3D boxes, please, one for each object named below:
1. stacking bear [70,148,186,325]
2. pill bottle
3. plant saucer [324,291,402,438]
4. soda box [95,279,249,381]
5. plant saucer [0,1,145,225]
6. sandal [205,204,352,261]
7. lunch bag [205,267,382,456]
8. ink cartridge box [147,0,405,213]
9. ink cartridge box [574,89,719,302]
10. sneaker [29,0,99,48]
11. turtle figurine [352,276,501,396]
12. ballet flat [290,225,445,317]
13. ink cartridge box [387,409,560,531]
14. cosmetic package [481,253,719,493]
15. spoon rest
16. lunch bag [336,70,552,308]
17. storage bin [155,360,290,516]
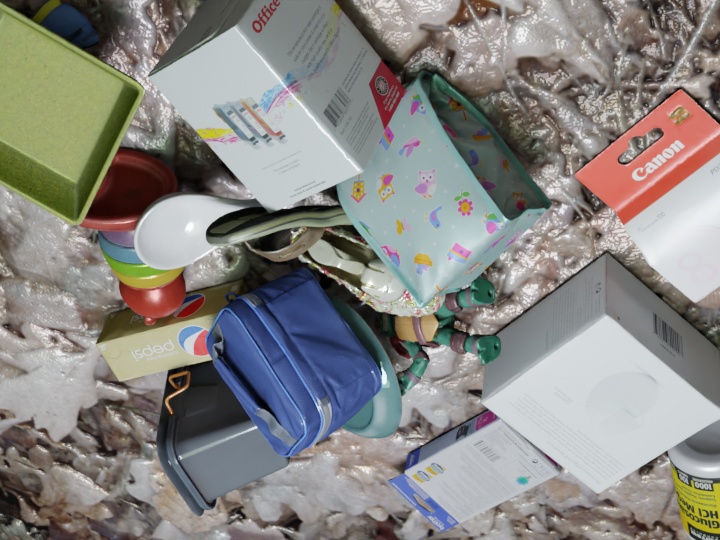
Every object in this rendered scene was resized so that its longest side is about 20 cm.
[{"bbox_3d":[-0.254,-0.025,1.588,0.113,0.122,0.200,10,138,13],"label":"stacking bear"},{"bbox_3d":[0.447,0.274,1.665,0.112,0.113,0.201,-8,125,17],"label":"pill bottle"},{"bbox_3d":[-0.026,0.119,1.621,0.200,0.027,0.201,37,143,34],"label":"plant saucer"},{"bbox_3d":[-0.225,0.076,1.681,0.199,0.064,0.068,-14,123,20],"label":"soda box"},{"bbox_3d":[-0.345,-0.176,1.437,0.199,0.048,0.200,30,122,-6],"label":"plant saucer"},{"bbox_3d":[-0.075,-0.040,1.464,0.080,0.200,0.058,10,103,48],"label":"sandal"},{"bbox_3d":[-0.090,0.103,1.545,0.200,0.132,0.136,53,149,11],"label":"lunch bag"},{"bbox_3d":[-0.083,-0.192,1.381,0.144,0.146,0.200,-19,121,41],"label":"ink cartridge box"},{"bbox_3d":[0.357,-0.075,1.459,0.200,0.057,0.162,35,126,-21],"label":"ink cartridge box"},{"bbox_3d":[-0.356,-0.207,1.485,0.078,0.066,0.200,40,123,-6],"label":"sneaker"},{"bbox_3d":[0.068,0.063,1.590,0.199,0.101,0.150,-7,109,38],"label":"turtle figurine"},{"bbox_3d":[0.000,0.000,1.530,0.199,0.064,0.076,23,97,24],"label":"ballet flat"},{"bbox_3d":[0.146,0.260,1.762,0.200,0.042,0.119,-34,114,28],"label":"ink cartridge box"},{"bbox_3d":[0.282,0.124,1.577,0.199,0.123,0.200,39,123,-18],"label":"cosmetic package"},{"bbox_3d":[-0.159,-0.066,1.491,0.200,0.061,0.100,-29,137,-16],"label":"spoon rest"},{"bbox_3d":[0.078,-0.091,1.454,0.200,0.122,0.170,54,127,14],"label":"lunch bag"},{"bbox_3d":[-0.164,0.179,1.676,0.134,0.200,0.146,-21,121,12],"label":"storage bin"}]
